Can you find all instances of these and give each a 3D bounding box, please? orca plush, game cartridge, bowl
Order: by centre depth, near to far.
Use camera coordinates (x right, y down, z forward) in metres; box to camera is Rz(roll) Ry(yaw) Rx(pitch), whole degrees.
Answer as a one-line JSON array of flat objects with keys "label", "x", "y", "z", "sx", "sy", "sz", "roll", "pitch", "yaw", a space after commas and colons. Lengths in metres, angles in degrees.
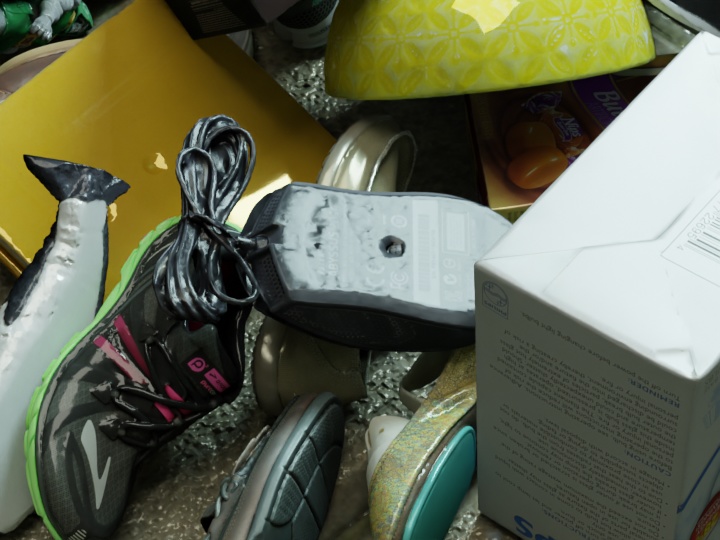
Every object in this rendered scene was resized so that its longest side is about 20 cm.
[{"label": "orca plush", "x": -0.190, "y": 0.038, "z": 1.092, "sx": 0.071, "sy": 0.202, "sz": 0.105, "roll": 7, "pitch": 3, "yaw": 43}, {"label": "game cartridge", "x": -0.123, "y": -0.055, "z": 1.183, "sx": 0.176, "sy": 0.032, "sz": 0.200, "roll": 44, "pitch": 60, "yaw": 7}, {"label": "bowl", "x": 0.070, "y": -0.168, "z": 1.189, "sx": 0.198, "sy": 0.109, "sz": 0.200, "roll": -7, "pitch": 11, "yaw": 1}]

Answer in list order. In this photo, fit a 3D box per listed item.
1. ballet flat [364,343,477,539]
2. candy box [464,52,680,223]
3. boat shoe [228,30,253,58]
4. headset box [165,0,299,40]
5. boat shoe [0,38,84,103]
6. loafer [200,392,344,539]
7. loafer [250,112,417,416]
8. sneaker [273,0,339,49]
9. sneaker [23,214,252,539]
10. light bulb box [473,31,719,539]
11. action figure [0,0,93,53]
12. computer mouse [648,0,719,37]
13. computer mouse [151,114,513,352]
[{"label": "ballet flat", "x": 0.041, "y": 0.082, "z": 1.062, "sx": 0.070, "sy": 0.071, "sz": 0.200, "roll": 19, "pitch": 47, "yaw": 22}, {"label": "candy box", "x": 0.166, "y": -0.069, "z": 1.191, "sx": 0.198, "sy": 0.057, "sz": 0.117, "roll": -6, "pitch": 47, "yaw": -2}, {"label": "boat shoe", "x": -0.113, "y": -0.201, "z": 1.329, "sx": 0.071, "sy": 0.069, "sz": 0.201, "roll": -8, "pitch": 48, "yaw": -1}, {"label": "headset box", "x": -0.022, "y": -0.224, "z": 1.162, "sx": 0.200, "sy": 0.075, "sz": 0.148, "roll": -41, "pitch": 16, "yaw": -15}, {"label": "boat shoe", "x": -0.225, "y": -0.076, "z": 1.230, "sx": 0.199, "sy": 0.071, "sz": 0.071, "roll": -24, "pitch": 42, "yaw": -4}, {"label": "loafer", "x": -0.065, "y": 0.140, "z": 1.021, "sx": 0.062, "sy": 0.072, "sz": 0.201, "roll": 7, "pitch": 51, "yaw": 20}, {"label": "loafer", "x": 0.000, "y": 0.000, "z": 1.139, "sx": 0.068, "sy": 0.076, "sz": 0.201, "roll": 12, "pitch": 60, "yaw": 15}, {"label": "sneaker", "x": -0.065, "y": -0.243, "z": 1.293, "sx": 0.077, "sy": 0.091, "sz": 0.201, "roll": -30, "pitch": 77, "yaw": 11}, {"label": "sneaker", "x": -0.110, "y": 0.056, "z": 1.066, "sx": 0.083, "sy": 0.077, "sz": 0.201, "roll": 6, "pitch": 63, "yaw": 43}, {"label": "light bulb box", "x": 0.160, "y": 0.029, "z": 1.005, "sx": 0.124, "sy": 0.201, "sz": 0.198, "roll": 30, "pitch": 57, "yaw": 27}, {"label": "action figure", "x": -0.227, "y": -0.153, "z": 1.260, "sx": 0.118, "sy": 0.055, "sz": 0.200, "roll": -29, "pitch": -1, "yaw": 29}, {"label": "computer mouse", "x": 0.252, "y": -0.148, "z": 1.182, "sx": 0.199, "sy": 0.044, "sz": 0.110, "roll": 25, "pitch": 36, "yaw": -6}, {"label": "computer mouse", "x": -0.006, "y": -0.004, "z": 1.064, "sx": 0.198, "sy": 0.053, "sz": 0.139, "roll": 10, "pitch": 50, "yaw": -4}]
